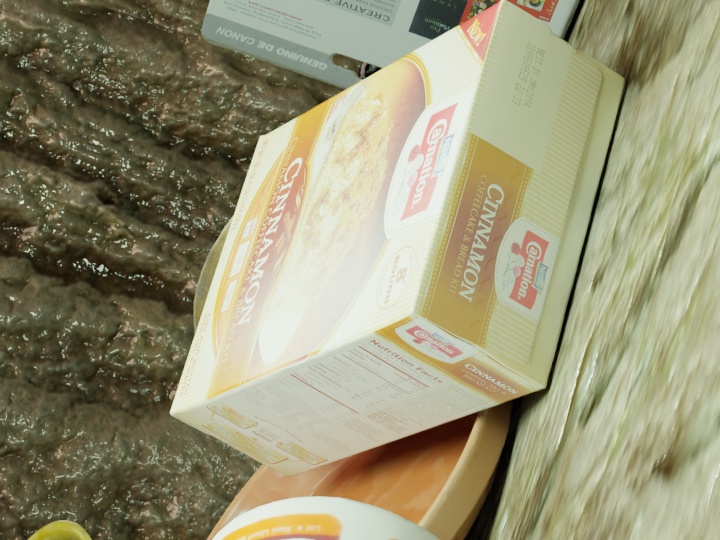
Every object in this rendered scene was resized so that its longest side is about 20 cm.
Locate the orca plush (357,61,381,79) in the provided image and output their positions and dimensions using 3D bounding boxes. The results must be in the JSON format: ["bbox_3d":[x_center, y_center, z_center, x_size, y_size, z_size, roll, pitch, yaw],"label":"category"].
[{"bbox_3d":[0.046,-0.084,1.454,0.200,0.105,0.071,-60,20,-4],"label":"orca plush"}]

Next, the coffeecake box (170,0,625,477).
[{"bbox_3d":[0.013,-0.009,1.084,0.200,0.073,0.154,-24,42,53],"label":"coffeecake box"}]

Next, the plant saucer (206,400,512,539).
[{"bbox_3d":[-0.007,0.114,1.098,0.200,0.032,0.200,-40,19,17],"label":"plant saucer"}]

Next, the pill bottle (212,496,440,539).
[{"bbox_3d":[-0.024,0.187,0.860,0.200,0.114,0.114,-74,3,-48],"label":"pill bottle"}]

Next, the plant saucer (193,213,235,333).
[{"bbox_3d":[0.000,0.000,1.417,0.035,0.200,0.201,51,137,35],"label":"plant saucer"}]

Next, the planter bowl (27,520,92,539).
[{"bbox_3d":[-0.129,0.225,1.154,0.200,0.083,0.201,-44,36,43],"label":"planter bowl"}]

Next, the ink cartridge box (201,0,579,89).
[{"bbox_3d":[0.027,-0.187,1.388,0.084,0.199,0.176,-74,4,-49],"label":"ink cartridge box"}]
